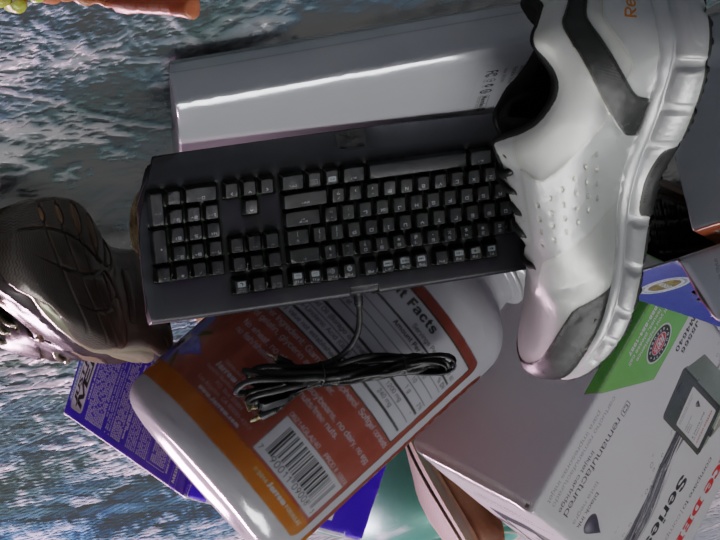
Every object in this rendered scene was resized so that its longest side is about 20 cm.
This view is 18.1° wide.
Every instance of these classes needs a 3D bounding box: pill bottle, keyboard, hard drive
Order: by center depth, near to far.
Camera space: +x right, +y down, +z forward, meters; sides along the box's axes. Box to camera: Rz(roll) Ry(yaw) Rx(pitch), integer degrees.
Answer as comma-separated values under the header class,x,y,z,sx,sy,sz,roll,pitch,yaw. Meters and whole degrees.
class,x,y,z,sx,sy,sz,roll,pitch,yaw
keyboard,0.000,0.000,1.008,0.199,0.128,0.021,-8,-164,-16
hard drive,0.015,-0.077,1.011,0.199,0.027,0.132,-11,165,-6
pill bottle,-0.005,0.034,1.087,0.200,0.112,0.112,-42,168,-11

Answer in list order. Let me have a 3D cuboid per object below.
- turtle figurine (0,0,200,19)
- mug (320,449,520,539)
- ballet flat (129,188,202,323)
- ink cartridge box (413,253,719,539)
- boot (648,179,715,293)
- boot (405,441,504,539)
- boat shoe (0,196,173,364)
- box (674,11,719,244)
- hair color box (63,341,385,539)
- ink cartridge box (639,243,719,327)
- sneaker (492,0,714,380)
class,x,y,z,sx,sy,sz,roll,pitch,yaw
turtle figurine,-0.103,-0.130,0.668,0.160,0.065,0.200,4,168,-24
mug,0.042,0.137,1.524,0.184,0.115,0.152,-22,162,30
ballet flat,-0.066,0.001,1.155,0.070,0.065,0.200,-41,156,-6
ink cartridge box,0.131,0.081,1.219,0.084,0.146,0.200,25,171,33
boot,0.202,-0.026,1.242,0.096,0.075,0.200,-18,-177,-13
boot,0.097,0.077,1.342,0.154,0.201,0.074,-17,140,-4
boat shoe,-0.155,0.017,1.131,0.073,0.075,0.200,-15,163,11
box,0.235,-0.064,1.087,0.124,0.098,0.200,-18,163,23
hair color box,-0.078,0.086,1.247,0.109,0.065,0.200,18,-177,-27
ink cartridge box,0.241,0.006,1.080,0.199,0.044,0.196,-21,163,26
sneaker,0.087,-0.040,0.967,0.079,0.074,0.201,2,124,-13
